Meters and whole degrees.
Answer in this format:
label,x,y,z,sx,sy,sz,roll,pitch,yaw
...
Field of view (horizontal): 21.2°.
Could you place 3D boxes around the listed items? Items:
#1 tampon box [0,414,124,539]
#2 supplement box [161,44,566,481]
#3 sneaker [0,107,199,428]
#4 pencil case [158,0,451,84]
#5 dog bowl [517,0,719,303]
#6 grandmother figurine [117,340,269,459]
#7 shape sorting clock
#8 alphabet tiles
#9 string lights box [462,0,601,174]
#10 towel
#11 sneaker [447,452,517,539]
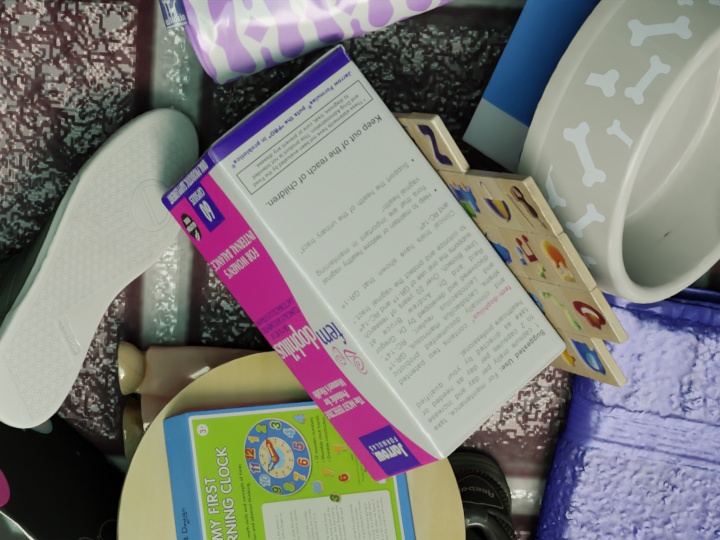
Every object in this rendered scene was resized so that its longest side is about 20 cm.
label,x,y,z,sx,sy,sz,roll,pitch,yaw
tampon box,-0.182,0.186,1.096,0.200,0.150,0.126,43,103,-15
supplement box,0.000,0.000,1.029,0.103,0.101,0.201,-40,93,-25
sneaker,-0.169,-0.009,1.076,0.071,0.099,0.201,40,71,-32
pencil case,-0.009,-0.167,1.027,0.198,0.084,0.086,-18,86,2
dog bowl,0.166,-0.073,1.009,0.058,0.199,0.202,34,108,31
grandmother figurine,-0.038,0.077,1.118,0.197,0.061,0.122,-2,117,1
shape sorting clock,-0.037,0.144,1.054,0.198,0.039,0.202,6,74,-21
alphabet tiles,0.068,-0.014,1.023,0.008,0.200,0.168,-37,108,-15
string lights box,0.141,-0.143,1.024,0.059,0.102,0.202,35,109,32
towel,0.188,0.107,1.146,0.146,0.050,0.202,11,106,-3
sneaker,0.055,0.222,1.142,0.075,0.114,0.202,8,110,-4
